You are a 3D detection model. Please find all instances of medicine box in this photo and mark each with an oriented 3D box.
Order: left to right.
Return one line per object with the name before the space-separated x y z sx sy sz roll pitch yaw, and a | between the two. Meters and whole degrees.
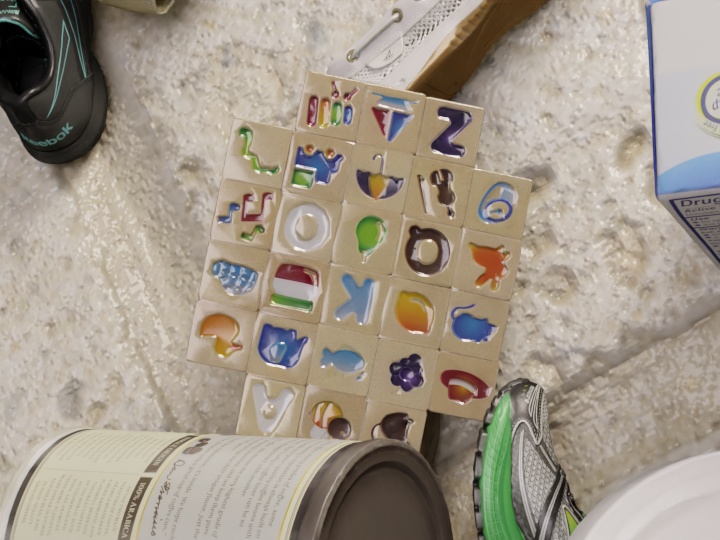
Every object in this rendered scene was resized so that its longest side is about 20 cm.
medicine box | 0.250 -0.069 1.171 0.182 0.200 0.103 -7 75 18

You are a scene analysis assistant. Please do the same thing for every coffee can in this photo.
coffee can | -0.072 0.156 1.243 0.200 0.146 0.147 1 77 31

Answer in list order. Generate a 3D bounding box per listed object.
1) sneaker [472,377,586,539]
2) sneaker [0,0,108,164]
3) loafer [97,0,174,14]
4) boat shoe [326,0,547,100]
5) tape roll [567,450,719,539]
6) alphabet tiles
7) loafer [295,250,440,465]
sneaker | 0.109 0.153 1.244 0.085 0.078 0.201 -15 83 6
sneaker | -0.194 -0.166 1.421 0.075 0.079 0.201 -18 71 15
loafer | -0.087 -0.228 1.402 0.068 0.076 0.200 39 92 16
boat shoe | 0.058 -0.162 1.333 0.200 0.071 0.069 -45 69 6
tape roll | 0.186 0.187 1.167 0.202 0.071 0.203 0 84 -2
alphabet tiles | 0.000 0.000 1.280 0.166 0.006 0.201 11 86 -3
loafer | -0.012 0.025 1.315 0.076 0.067 0.200 -22 71 14
